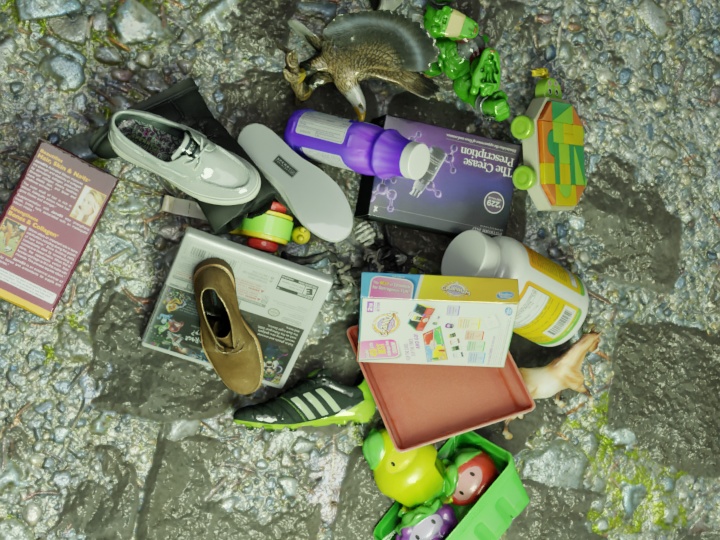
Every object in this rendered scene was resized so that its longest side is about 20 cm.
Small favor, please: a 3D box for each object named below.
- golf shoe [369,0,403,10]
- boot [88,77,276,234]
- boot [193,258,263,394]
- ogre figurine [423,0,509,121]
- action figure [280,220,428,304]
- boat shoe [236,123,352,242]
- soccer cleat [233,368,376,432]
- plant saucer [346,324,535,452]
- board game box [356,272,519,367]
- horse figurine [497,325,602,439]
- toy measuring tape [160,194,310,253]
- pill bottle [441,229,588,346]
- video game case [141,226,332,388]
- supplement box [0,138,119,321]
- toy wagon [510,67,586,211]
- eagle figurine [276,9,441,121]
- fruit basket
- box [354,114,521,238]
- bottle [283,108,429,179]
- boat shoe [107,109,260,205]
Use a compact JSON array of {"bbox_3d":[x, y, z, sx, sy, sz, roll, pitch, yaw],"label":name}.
[{"bbox_3d":[-0.018,-0.424,1.642,0.200,0.078,0.097,36,87,-11],"label":"golf shoe"},{"bbox_3d":[-0.227,-0.127,1.559,0.165,0.066,0.200,-34,83,-11],"label":"boot"},{"bbox_3d":[-0.171,0.088,1.543,0.073,0.076,0.200,-13,121,2],"label":"boot"},{"bbox_3d":[0.138,-0.295,1.658,0.200,0.120,0.098,44,83,-9],"label":"ogre figurine"},{"bbox_3d":[0.000,0.000,1.629,0.200,0.102,0.119,-11,85,-13],"label":"action figure"},{"bbox_3d":[-0.084,-0.113,1.598,0.069,0.057,0.200,-42,80,-11],"label":"boat shoe"},{"bbox_3d":[-0.075,0.174,1.629,0.200,0.068,0.081,-2,84,-22],"label":"soccer cleat"},{"bbox_3d":[0.105,0.139,1.644,0.200,0.037,0.200,-16,58,-12],"label":"plant saucer"},{"bbox_3d":[0.097,0.066,1.580,0.199,0.153,0.040,3,53,-1],"label":"board game box"},{"bbox_3d":[0.248,0.164,1.686,0.200,0.050,0.133,-18,137,-5],"label":"horse figurine"},{"bbox_3d":[-0.160,-0.068,1.601,0.200,0.074,0.074,14,86,-15],"label":"toy measuring tape"},{"bbox_3d":[0.206,0.020,1.646,0.200,0.111,0.111,27,82,-36],"label":"pill bottle"},{"bbox_3d":[-0.161,0.052,1.578,0.200,0.023,0.182,19,117,-14],"label":"video game case"},{"bbox_3d":[-0.396,-0.050,1.529,0.110,0.086,0.200,27,83,-13],"label":"supplement box"},{"bbox_3d":[0.265,-0.183,1.690,0.155,0.040,0.201,-2,90,-52],"label":"toy wagon"},{"bbox_3d":[0.001,-0.272,1.607,0.200,0.152,0.151,-18,119,2],"label":"eagle figurine"},{"bbox_3d":[0.097,0.294,1.639,0.215,0.155,0.216,-7,105,-27],"label":"fruit basket"},{"bbox_3d":[0.106,-0.122,1.671,0.200,0.079,0.141,10,90,-15],"label":"box"},{"bbox_3d":[-0.004,-0.161,1.580,0.083,0.200,0.065,18,89,-54],"label":"bottle"},{"bbox_3d":[-0.218,-0.140,1.491,0.200,0.072,0.070,23,75,0],"label":"boat shoe"}]
